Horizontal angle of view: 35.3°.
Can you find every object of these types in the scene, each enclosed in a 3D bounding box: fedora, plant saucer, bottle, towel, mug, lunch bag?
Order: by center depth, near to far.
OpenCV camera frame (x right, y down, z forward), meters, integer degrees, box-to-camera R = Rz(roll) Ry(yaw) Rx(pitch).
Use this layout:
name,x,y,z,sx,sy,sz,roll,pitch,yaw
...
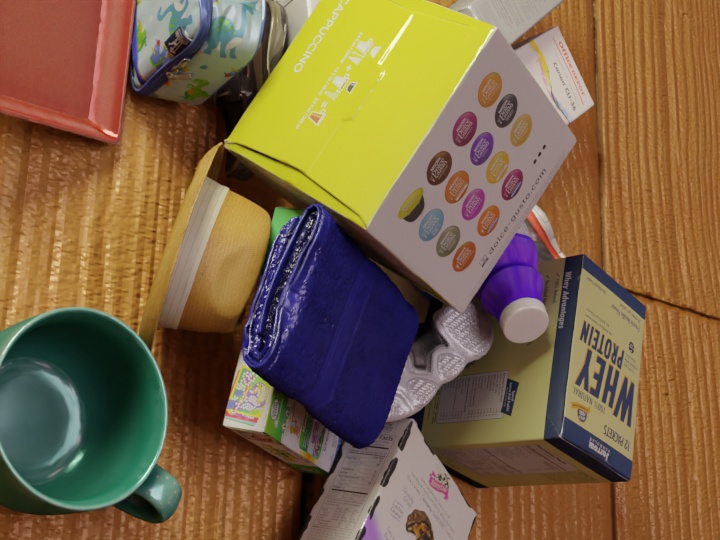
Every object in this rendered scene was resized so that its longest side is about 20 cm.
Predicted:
name,x,y,z,sx,sy,sz,roll,pitch,yaw
mug,-0.239,0.130,0.892,0.151,0.114,0.188,-16,90,-44
plant saucer,-0.264,-0.223,0.953,0.199,0.036,0.203,9,87,-66
towel,-0.025,0.053,0.973,0.200,0.049,0.149,45,60,-49
fedora,-0.127,-0.007,0.976,0.081,0.201,0.203,19,62,-6
lunch bag,-0.158,-0.264,1.045,0.082,0.160,0.203,7,72,-35
bottle,0.142,-0.011,1.160,0.064,0.084,0.201,13,35,-23

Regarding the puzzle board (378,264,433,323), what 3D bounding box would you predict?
name,x,y,z,sx,sy,sz,roll,pitch,yaw
puzzle board,0.000,0.000,1.211,0.200,0.017,0.152,42,53,-27

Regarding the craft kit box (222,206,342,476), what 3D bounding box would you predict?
name,x,y,z,sx,sy,sz,roll,pitch,yaw
craft kit box,-0.050,0.073,1.049,0.198,0.048,0.203,56,44,-65

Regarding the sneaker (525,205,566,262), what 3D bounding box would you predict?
name,x,y,z,sx,sy,sz,roll,pitch,yaw
sneaker,0.211,0.005,1.379,0.082,0.077,0.201,-37,110,-11

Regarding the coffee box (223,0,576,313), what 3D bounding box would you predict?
name,x,y,z,sx,sy,sz,roll,pitch,yaw
coffee box,0.038,-0.118,1.036,0.201,0.199,0.197,-56,142,-3

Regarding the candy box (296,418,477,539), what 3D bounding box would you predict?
name,x,y,z,sx,sy,sz,roll,pitch,yaw
candy box,0.021,0.270,1.093,0.169,0.071,0.201,57,47,-35

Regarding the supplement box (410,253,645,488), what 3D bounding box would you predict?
name,x,y,z,sx,sy,sz,roll,pitch,yaw
supplement box,0.178,0.113,1.206,0.134,0.198,0.203,32,59,-39

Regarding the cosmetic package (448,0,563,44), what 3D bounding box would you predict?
name,x,y,z,sx,sy,sz,roll,pitch,yaw
cosmetic package,0.163,-0.315,1.386,0.200,0.101,0.075,-45,110,-40

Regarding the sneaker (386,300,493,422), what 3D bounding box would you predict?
name,x,y,z,sx,sy,sz,roll,pitch,yaw
sneaker,0.039,0.105,1.130,0.199,0.114,0.076,-29,84,-33

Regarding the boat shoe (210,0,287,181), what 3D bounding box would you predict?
name,x,y,z,sx,sy,sz,roll,pitch,yaw
boat shoe,-0.122,-0.184,1.122,0.072,0.074,0.203,15,62,-25

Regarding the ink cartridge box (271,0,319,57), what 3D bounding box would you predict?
name,x,y,z,sx,sy,sz,roll,pitch,yaw
ink cartridge box,-0.026,-0.273,1.214,0.145,0.084,0.203,3,76,-42

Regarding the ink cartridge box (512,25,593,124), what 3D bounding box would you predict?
name,x,y,z,sx,sy,sz,roll,pitch,yaw
ink cartridge box,0.222,-0.232,1.438,0.199,0.067,0.118,-37,103,-41
